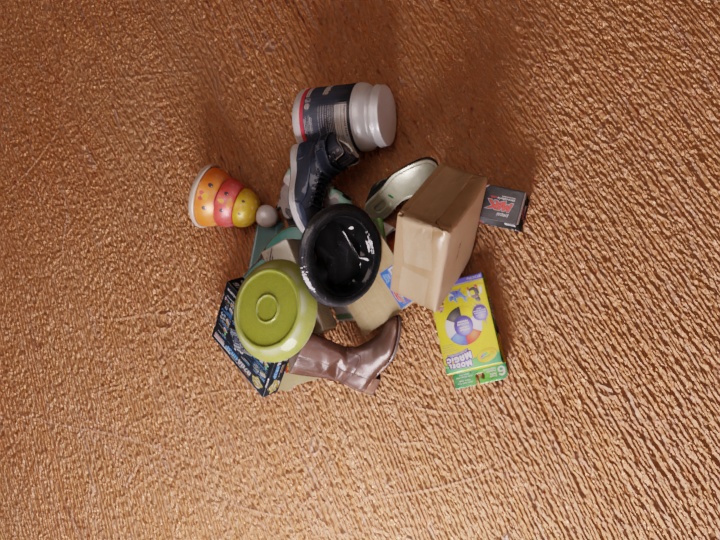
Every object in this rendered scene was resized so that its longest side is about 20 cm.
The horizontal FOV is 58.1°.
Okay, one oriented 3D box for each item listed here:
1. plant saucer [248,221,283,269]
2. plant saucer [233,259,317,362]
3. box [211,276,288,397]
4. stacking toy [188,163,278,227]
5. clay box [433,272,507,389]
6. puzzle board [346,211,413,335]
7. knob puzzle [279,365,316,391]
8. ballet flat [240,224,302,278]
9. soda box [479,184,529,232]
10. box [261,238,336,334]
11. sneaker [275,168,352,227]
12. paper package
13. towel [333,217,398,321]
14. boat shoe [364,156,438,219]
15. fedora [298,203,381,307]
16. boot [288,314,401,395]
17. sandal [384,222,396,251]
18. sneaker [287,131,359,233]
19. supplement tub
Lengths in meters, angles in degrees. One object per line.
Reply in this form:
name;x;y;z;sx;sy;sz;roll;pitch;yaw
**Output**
plant saucer;-0.224;-0.017;1.476;0.068;0.019;0.205;7;83;23
plant saucer;-0.176;0.076;1.267;0.196;0.031;0.205;-5;78;26
box;-0.227;0.139;1.361;0.200;0.046;0.161;42;127;27
stacking toy;-0.275;-0.149;1.466;0.196;0.146;0.149;16;87;13
clay box;0.208;0.118;1.255;0.113;0.047;0.204;-16;74;20
puzzle board;0.012;0.007;1.305;0.150;0.017;0.202;-35;86;24
knob puzzle;-0.172;0.161;1.413;0.215;0.030;0.225;-1;87;23
ballet flat;-0.190;-0.019;1.422;0.200;0.071;0.071;-47;68;4
soda box;0.228;-0.136;1.282;0.196;0.063;0.072;15;87;24
box;-0.125;0.040;1.332;0.067;0.082;0.203;-25;83;16
sneaker;-0.110;-0.127;1.416;0.198;0.077;0.142;27;95;40
paper package;0.144;-0.062;1.194;0.102;0.203;0.191;23;48;20
towel;0.000;0.000;1.334;0.146;0.031;0.205;-6;98;24
boat shoe;0.081;-0.179;1.318;0.199;0.071;0.068;-32;31;42
fedora;-0.053;-0.036;1.253;0.091;0.199;0.204;28;92;54
boot;-0.034;0.144;1.272;0.196;0.064;0.189;20;103;-15
sandal;0.064;-0.054;1.338;0.204;0.059;0.081;23;90;25
sneaker;-0.072;-0.179;1.307;0.144;0.076;0.207;-12;75;30
supplement tub;-0.034;-0.323;1.381;0.196;0.140;0.144;1;81;22
